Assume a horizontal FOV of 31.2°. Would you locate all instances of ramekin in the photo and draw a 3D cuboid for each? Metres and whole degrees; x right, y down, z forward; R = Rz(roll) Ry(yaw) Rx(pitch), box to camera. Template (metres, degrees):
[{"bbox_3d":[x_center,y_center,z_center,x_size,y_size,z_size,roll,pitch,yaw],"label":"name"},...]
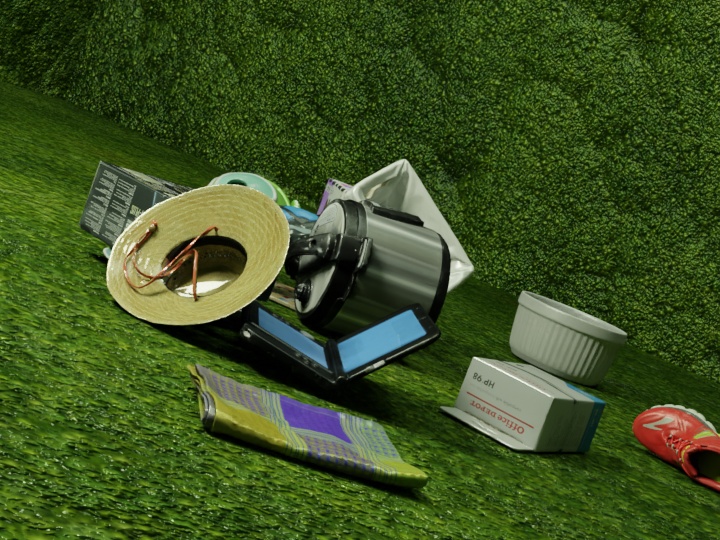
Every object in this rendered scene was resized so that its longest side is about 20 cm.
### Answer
[{"bbox_3d":[0.352,0.121,2.237,0.197,0.106,0.200,22,6,-2],"label":"ramekin"}]

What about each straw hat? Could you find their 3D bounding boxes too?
[{"bbox_3d":[-0.160,0.007,1.363,0.199,0.201,0.086,24,-30,31],"label":"straw hat"}]

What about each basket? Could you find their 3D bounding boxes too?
[{"bbox_3d":[0.046,-0.034,1.875,0.135,0.123,0.202,-31,89,-43],"label":"basket"}]

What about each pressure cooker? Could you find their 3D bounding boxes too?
[{"bbox_3d":[0.000,0.003,1.678,0.197,0.177,0.180,18,32,-19],"label":"pressure cooker"}]

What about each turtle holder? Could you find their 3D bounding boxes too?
[{"bbox_3d":[-0.169,-0.061,1.900,0.131,0.140,0.187,19,39,-58],"label":"turtle holder"}]

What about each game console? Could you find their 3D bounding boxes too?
[{"bbox_3d":[-0.027,0.053,1.356,0.175,0.117,0.200,32,4,-7],"label":"game console"}]

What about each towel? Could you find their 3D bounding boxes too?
[{"bbox_3d":[-0.048,0.130,1.070,0.197,0.023,0.144,20,5,-15],"label":"towel"}]

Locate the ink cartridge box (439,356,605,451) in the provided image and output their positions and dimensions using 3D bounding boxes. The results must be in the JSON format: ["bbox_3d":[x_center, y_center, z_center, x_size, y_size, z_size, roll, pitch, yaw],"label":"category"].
[{"bbox_3d":[0.190,0.155,1.488,0.115,0.068,0.199,26,7,32],"label":"ink cartridge box"}]

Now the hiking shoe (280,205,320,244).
[{"bbox_3d":[-0.129,-0.054,1.788,0.197,0.075,0.087,13,30,-12],"label":"hiking shoe"}]

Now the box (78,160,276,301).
[{"bbox_3d":[-0.210,-0.046,1.532,0.163,0.087,0.199,15,8,-46],"label":"box"}]

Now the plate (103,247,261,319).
[{"bbox_3d":[-0.207,0.020,1.494,0.197,0.026,0.200,21,6,-2],"label":"plate"}]

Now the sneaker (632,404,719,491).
[{"bbox_3d":[0.432,0.231,1.670,0.199,0.078,0.084,26,12,41],"label":"sneaker"}]

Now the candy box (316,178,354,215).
[{"bbox_3d":[-0.035,-0.049,2.061,0.071,0.170,0.200,19,6,-11],"label":"candy box"}]

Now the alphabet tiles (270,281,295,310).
[{"bbox_3d":[-0.104,0.036,1.831,0.198,0.006,0.166,23,5,13],"label":"alphabet tiles"}]
